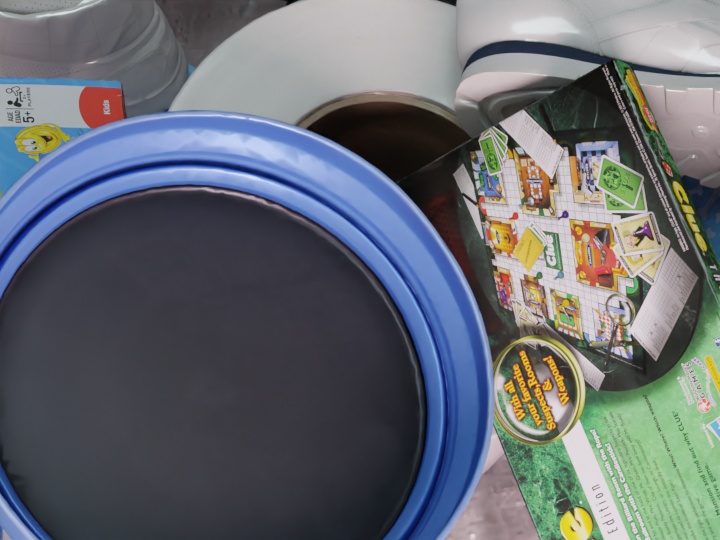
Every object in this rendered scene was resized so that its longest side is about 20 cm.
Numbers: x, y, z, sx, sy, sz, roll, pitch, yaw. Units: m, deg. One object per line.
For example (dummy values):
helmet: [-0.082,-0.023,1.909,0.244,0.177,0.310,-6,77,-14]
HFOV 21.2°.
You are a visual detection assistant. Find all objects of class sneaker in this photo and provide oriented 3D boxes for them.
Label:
sneaker: [0.137,-0.085,0.781,0.199,0.076,0.081,11,57,-10]
sneaker: [-0.189,-0.117,0.889,0.199,0.116,0.074,-5,63,6]

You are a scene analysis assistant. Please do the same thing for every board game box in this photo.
board game box: [0.093,0.034,0.715,0.105,0.023,0.200,-27,74,24]
board game box: [-0.135,0.055,0.810,0.056,0.200,0.196,0,58,-20]

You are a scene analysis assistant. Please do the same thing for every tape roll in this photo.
tape roll: [0.000,0.000,0.829,0.202,0.139,0.203,4,69,-12]

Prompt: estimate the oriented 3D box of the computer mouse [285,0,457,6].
computer mouse: [0.064,-0.160,0.849,0.200,0.053,0.139,21,109,12]

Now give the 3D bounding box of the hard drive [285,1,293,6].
hard drive: [0.075,-0.148,0.993,0.200,0.033,0.140,19,66,16]

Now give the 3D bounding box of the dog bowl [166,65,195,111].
dog bowl: [-0.152,-0.068,0.959,0.199,0.050,0.112,14,64,13]

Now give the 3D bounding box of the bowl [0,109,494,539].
bowl: [-0.051,0.038,0.697,0.200,0.039,0.201,7,64,-15]

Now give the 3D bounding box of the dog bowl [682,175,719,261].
dog bowl: [0.229,0.006,0.851,0.199,0.111,0.050,17,79,15]
